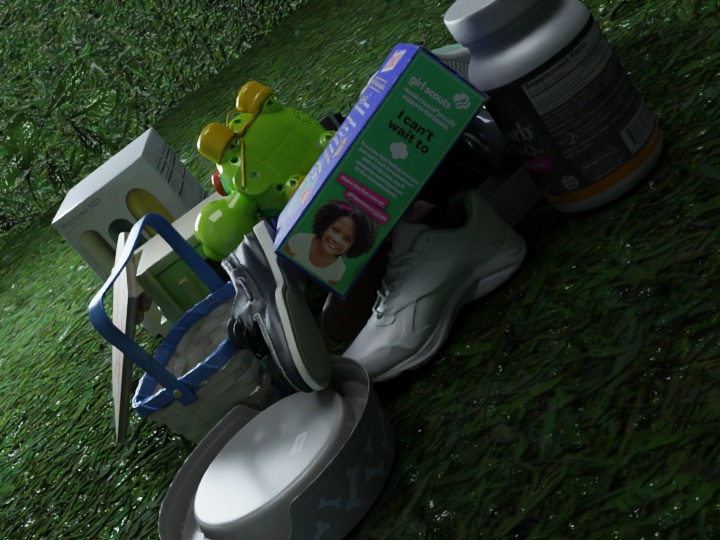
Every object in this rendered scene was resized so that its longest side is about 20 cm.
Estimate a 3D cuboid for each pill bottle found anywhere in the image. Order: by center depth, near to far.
[{"bbox_3d":[0.163,-0.158,0.901,0.116,0.200,0.116,-33,20,14],"label":"pill bottle"}]

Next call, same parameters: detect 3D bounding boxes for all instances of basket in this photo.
[{"bbox_3d":[-0.147,0.055,0.960,0.139,0.200,0.177,-37,22,27],"label":"basket"}]

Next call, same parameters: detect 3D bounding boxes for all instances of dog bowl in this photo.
[{"bbox_3d":[-0.059,0.156,0.812,0.200,0.059,0.200,-33,22,15],"label":"dog bowl"}]

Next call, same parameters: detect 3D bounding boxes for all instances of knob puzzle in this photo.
[{"bbox_3d":[-0.239,0.049,1.106,0.030,0.220,0.220,1,13,-16],"label":"knob puzzle"}]

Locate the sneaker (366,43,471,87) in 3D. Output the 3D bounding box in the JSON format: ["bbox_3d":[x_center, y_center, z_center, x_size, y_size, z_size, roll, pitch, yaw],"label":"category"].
[{"bbox_3d":[0.077,-0.210,1.209,0.200,0.074,0.118,-21,5,-26],"label":"sneaker"}]

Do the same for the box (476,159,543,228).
[{"bbox_3d":[0.140,-0.073,0.989,0.200,0.041,0.039,-45,21,-16],"label":"box"}]

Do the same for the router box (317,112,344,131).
[{"bbox_3d":[-0.083,-0.147,1.432,0.157,0.052,0.200,-35,5,9],"label":"router box"}]

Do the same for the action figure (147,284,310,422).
[{"bbox_3d":[-0.133,0.080,1.098,0.200,0.055,0.118,-41,18,3],"label":"action figure"}]

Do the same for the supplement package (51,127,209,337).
[{"bbox_3d":[-0.276,-0.053,1.407,0.152,0.200,0.151,-36,20,8],"label":"supplement package"}]

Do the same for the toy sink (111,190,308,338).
[{"bbox_3d":[-0.178,0.011,1.214,0.200,0.130,0.112,-34,21,9],"label":"toy sink"}]

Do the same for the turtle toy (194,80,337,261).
[{"bbox_3d":[-0.100,-0.094,1.098,0.200,0.145,0.101,-55,-6,-36],"label":"turtle toy"}]

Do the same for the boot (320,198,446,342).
[{"bbox_3d":[0.000,0.000,1.039,0.200,0.070,0.146,-44,18,-28],"label":"boot"}]

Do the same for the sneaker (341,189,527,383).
[{"bbox_3d":[0.044,0.008,0.891,0.200,0.099,0.078,-45,22,-18],"label":"sneaker"}]

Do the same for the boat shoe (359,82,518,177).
[{"bbox_3d":[0.070,-0.136,1.020,0.200,0.073,0.062,18,71,35],"label":"boat shoe"}]

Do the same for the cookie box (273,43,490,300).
[{"bbox_3d":[0.011,-0.092,0.908,0.200,0.075,0.171,-55,10,9],"label":"cookie box"}]

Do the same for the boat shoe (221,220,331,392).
[{"bbox_3d":[-0.078,0.037,0.861,0.066,0.075,0.200,-30,44,6],"label":"boat shoe"}]
